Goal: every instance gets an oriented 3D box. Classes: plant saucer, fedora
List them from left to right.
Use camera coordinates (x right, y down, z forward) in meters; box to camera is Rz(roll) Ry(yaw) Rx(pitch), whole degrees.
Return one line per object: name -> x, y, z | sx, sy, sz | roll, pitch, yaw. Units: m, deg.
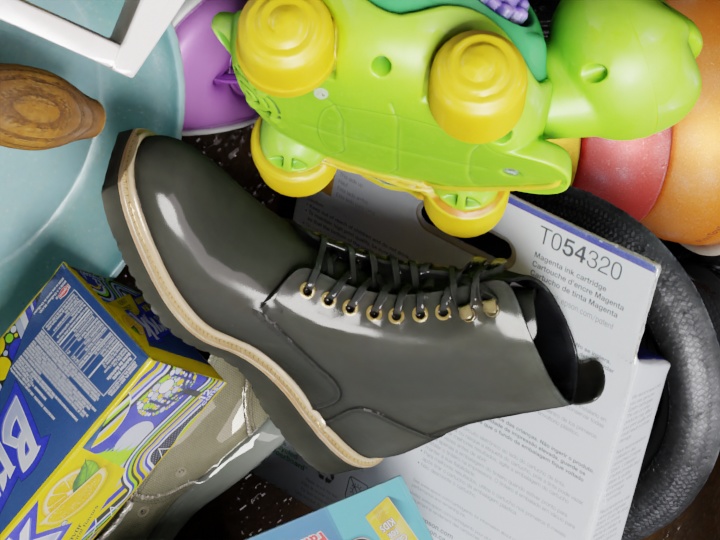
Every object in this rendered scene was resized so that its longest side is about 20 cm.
plant saucer -> -0.163, -0.054, 0.825 | 0.199, 0.036, 0.201 | -21, 126, -31
fedora -> 0.103, 0.035, 0.986 | 0.091, 0.200, 0.202 | -23, 130, -47

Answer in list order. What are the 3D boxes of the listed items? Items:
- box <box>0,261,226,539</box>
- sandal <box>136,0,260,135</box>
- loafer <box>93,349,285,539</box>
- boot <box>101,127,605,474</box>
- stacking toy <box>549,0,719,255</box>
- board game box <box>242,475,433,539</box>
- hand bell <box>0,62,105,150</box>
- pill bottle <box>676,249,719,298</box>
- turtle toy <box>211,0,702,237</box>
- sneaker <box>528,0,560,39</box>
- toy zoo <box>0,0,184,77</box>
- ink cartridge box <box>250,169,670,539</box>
box -> -0.153, 0.096, 0.873 | 0.200, 0.064, 0.070 | -49, 155, 8
sandal -> -0.007, -0.110, 0.916 | 0.202, 0.050, 0.083 | -23, 128, -29
loafer -> -0.113, 0.093, 0.942 | 0.200, 0.075, 0.070 | -44, 120, -11
boot -> 0.000, 0.000, 0.852 | 0.200, 0.138, 0.078 | 46, 42, -39
stacking toy -> 0.096, -0.076, 0.992 | 0.198, 0.146, 0.147 | -4, 119, -21
board game box -> -0.070, 0.175, 0.957 | 0.150, 0.047, 0.200 | -19, 164, -32
hand bell -> -0.165, -0.067, 0.748 | 0.199, 0.104, 0.105 | 5, 113, -56
pill bottle -> 0.236, 0.034, 1.170 | 0.199, 0.112, 0.113 | -3, 117, -39
turtle toy -> 0.037, -0.085, 0.828 | 0.146, 0.198, 0.102 | 91, 12, -71
sneaker -> 0.070, -0.172, 0.911 | 0.059, 0.104, 0.201 | 0, 121, 1
toy zoo -> -0.120, -0.158, 0.751 | 0.199, 0.020, 0.132 | 22, 93, -26
ink cartridge box -> 0.044, 0.045, 0.948 | 0.043, 0.196, 0.201 | -17, 128, -49
